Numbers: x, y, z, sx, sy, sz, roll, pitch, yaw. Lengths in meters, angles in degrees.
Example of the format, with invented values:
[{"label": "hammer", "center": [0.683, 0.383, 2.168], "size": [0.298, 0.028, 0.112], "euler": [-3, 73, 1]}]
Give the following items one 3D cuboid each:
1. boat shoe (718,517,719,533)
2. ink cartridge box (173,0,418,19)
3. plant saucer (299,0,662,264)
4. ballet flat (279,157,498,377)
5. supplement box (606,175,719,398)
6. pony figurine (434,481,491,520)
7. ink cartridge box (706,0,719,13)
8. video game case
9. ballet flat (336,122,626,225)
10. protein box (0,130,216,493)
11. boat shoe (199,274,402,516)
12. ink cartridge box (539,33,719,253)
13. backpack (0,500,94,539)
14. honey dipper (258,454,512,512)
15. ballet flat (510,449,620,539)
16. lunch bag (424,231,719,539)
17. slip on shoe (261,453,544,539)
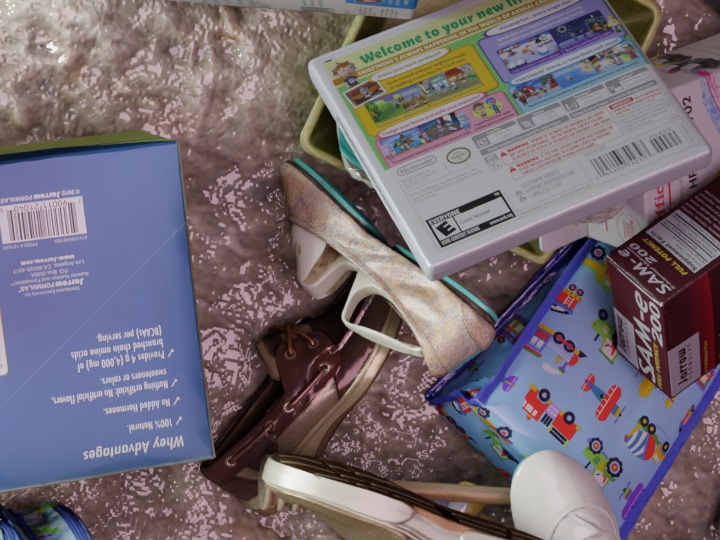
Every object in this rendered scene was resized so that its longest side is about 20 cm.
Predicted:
[{"label": "boat shoe", "center": [0.315, 0.111, 1.424], "size": [0.065, 0.074, 0.200], "euler": [14, 92, -22]}, {"label": "ink cartridge box", "center": [-0.061, -0.209, 1.211], "size": [0.200, 0.146, 0.084], "euler": [5, 93, -1]}, {"label": "plant saucer", "center": [0.078, -0.134, 1.337], "size": [0.200, 0.048, 0.200], "euler": [25, 90, -18]}, {"label": "ballet flat", "center": [0.000, 0.000, 1.273], "size": [0.067, 0.200, 0.068], "euler": [-49, 149, -3]}, {"label": "supplement box", "center": [0.263, -0.014, 1.315], "size": [0.200, 0.061, 0.109], "euler": [-34, 142, -14]}, {"label": "pony figurine", "center": [0.045, 0.249, 1.335], "size": [0.193, 0.167, 0.200], "euler": [37, 69, -20]}, {"label": "ink cartridge box", "center": [0.351, -0.222, 1.409], "size": [0.200, 0.044, 0.174], "euler": [39, 87, -17]}, {"label": "video game case", "center": [0.094, -0.101, 1.248], "size": [0.200, 0.022, 0.182], "euler": [-23, 59, -11]}, {"label": "ballet flat", "center": [0.080, -0.062, 1.279], "size": [0.200, 0.072, 0.072], "euler": [11, 94, 10]}, {"label": "protein box", "center": [-0.209, 0.025, 1.227], "size": [0.198, 0.135, 0.200], "euler": [-8, 99, -15]}, {"label": "boat shoe", "center": [-0.039, 0.067, 1.319], "size": [0.072, 0.072, 0.200], "euler": [32, 94, -19]}, {"label": "ink cartridge box", "center": [0.215, -0.084, 1.336], "size": [0.200, 0.068, 0.115], "euler": [-21, 116, -28]}, {"label": "backpack", "center": [-0.220, 0.235, 1.218], "size": [0.147, 0.200, 0.183], "euler": [-16, 100, -14]}, {"label": "honey dipper", "center": [0.032, 0.147, 1.301], "size": [0.200, 0.038, 0.038], "euler": [5, 96, -13]}, {"label": "ballet flat", "center": [0.156, 0.209, 1.303], "size": [0.069, 0.069, 0.200], "euler": [-25, 118, -12]}, {"label": "lunch bag", "center": [0.173, 0.067, 1.377], "size": [0.151, 0.094, 0.200], "euler": [45, 75, -14]}, {"label": "slip on shoe", "center": [0.027, 0.173, 1.242], "size": [0.200, 0.076, 0.061], "euler": [21, 94, -11]}]
